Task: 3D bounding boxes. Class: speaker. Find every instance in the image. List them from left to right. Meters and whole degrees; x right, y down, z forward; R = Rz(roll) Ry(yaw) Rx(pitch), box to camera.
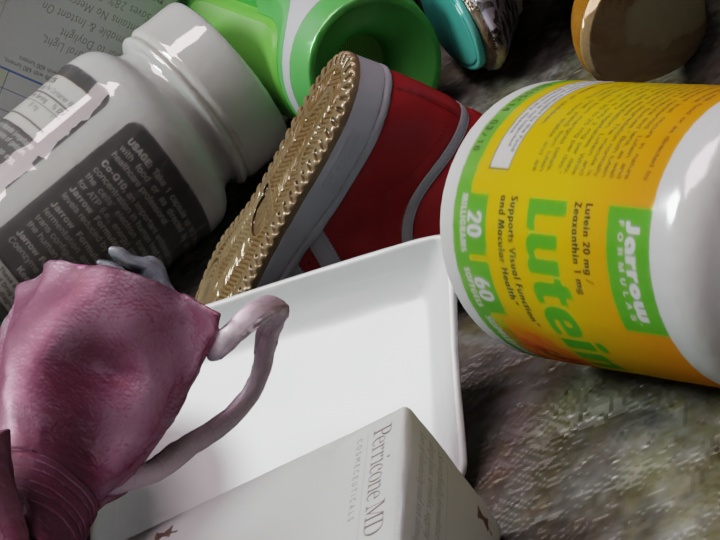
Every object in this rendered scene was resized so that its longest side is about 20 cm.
[{"bbox_3d":[-0.033,-0.121,1.463,0.088,0.088,0.200,-40,26,-11],"label":"speaker"}]

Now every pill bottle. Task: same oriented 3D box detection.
[{"bbox_3d":[-0.140,-0.037,1.416,0.200,0.113,0.113,-40,25,-11],"label":"pill bottle"},{"bbox_3d":[0.129,-0.014,1.041,0.111,0.111,0.200,-46,27,-22],"label":"pill bottle"}]

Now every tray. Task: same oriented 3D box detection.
[{"bbox_3d":[-0.035,0.060,1.181,0.200,0.022,0.108,-17,65,34],"label":"tray"}]

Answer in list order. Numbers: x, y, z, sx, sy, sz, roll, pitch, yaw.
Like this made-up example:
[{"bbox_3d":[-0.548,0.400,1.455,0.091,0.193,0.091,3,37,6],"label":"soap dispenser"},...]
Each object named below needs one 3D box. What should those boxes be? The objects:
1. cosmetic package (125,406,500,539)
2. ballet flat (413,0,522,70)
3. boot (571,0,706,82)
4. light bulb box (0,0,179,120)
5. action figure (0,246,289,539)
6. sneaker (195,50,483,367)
[{"bbox_3d":[-0.050,0.139,1.044,0.200,0.074,0.102,-28,25,18],"label":"cosmetic package"},{"bbox_3d":[0.048,-0.156,1.449,0.072,0.072,0.200,-38,27,-6],"label":"ballet flat"},{"bbox_3d":[0.099,-0.148,1.327,0.144,0.071,0.201,8,34,30],"label":"boot"},{"bbox_3d":[-0.224,-0.124,1.497,0.125,0.198,0.200,17,85,60],"label":"light bulb box"},{"bbox_3d":[-0.123,0.095,1.057,0.149,0.134,0.200,13,46,2],"label":"action figure"},{"bbox_3d":[0.000,0.000,1.244,0.200,0.112,0.071,-57,24,36],"label":"sneaker"}]
